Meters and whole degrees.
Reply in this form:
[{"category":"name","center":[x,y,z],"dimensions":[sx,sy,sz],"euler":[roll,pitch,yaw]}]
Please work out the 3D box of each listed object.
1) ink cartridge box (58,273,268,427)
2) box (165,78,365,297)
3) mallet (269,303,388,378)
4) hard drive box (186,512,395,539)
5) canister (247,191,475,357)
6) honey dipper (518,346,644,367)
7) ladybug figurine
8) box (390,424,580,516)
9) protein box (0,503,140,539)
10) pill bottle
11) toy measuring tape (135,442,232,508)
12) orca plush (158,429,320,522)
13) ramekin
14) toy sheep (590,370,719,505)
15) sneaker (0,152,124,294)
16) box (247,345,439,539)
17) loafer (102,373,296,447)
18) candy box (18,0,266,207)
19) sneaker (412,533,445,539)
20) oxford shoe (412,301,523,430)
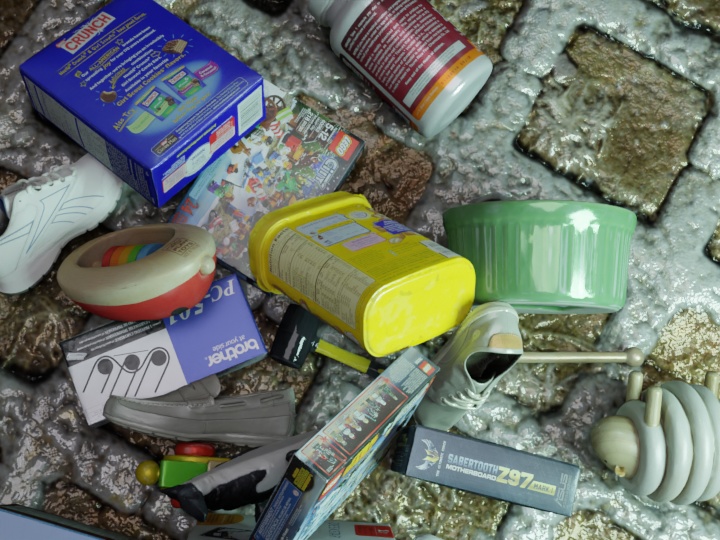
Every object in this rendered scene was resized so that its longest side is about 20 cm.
[{"category":"ink cartridge box","center":[-0.206,0.084,1.155],"dimensions":[0.199,0.044,0.095],"euler":[-22,81,-8]},{"category":"box","center":[-0.103,-0.092,1.204],"dimensions":[0.136,0.038,0.201],"euler":[31,78,4]},{"category":"mallet","center":[-0.003,0.109,1.168],"dimensions":[0.199,0.041,0.066],"euler":[30,78,-1]},{"category":"hard drive box","center":[-0.066,0.291,1.056],"dimensions":[0.198,0.156,0.078],"euler":[4,87,-3]},{"category":"canister","center":[0.000,0.000,1.094],"dimensions":[0.148,0.200,0.087],"euler":[-19,122,-31]},{"category":"honey dipper","center":[0.211,0.095,1.182],"dimensions":[0.198,0.038,0.038],"euler":[2,77,-5]},{"category":"ladybug figurine","center":[-0.224,0.006,1.122],"dimensions":[0.136,0.199,0.072],"euler":[-43,123,-43]},{"category":"box","center":[0.114,0.194,1.070],"dimensions":[0.156,0.200,0.051],"euler":[13,80,0]},{"category":"protein box","center":[-0.286,0.347,1.046],"dimensions":[0.198,0.135,0.200],"euler":[16,77,0]},{"category":"pill bottle","center":[0.040,-0.253,1.209],"dimensions":[0.200,0.113,0.113],"euler":[44,79,6]},{"category":"toy measuring tape","center":[-0.138,0.216,1.133],"dimensions":[0.198,0.073,0.074],"euler":[9,76,-25]},{"category":"orca plush","center":[-0.094,0.213,1.043],"dimensions":[0.105,0.200,0.072],"euler":[-14,90,27]},{"category":"ramekin","center":[0.182,-0.009,1.125],"dimensions":[0.198,0.200,0.099],"euler":[2,84,-3]},{"category":"toy sheep","center":[0.332,0.174,1.124],"dimensions":[0.198,0.138,0.139],"euler":[2,77,-8]},{"category":"sneaker","center":[-0.327,-0.068,1.152],"dimensions":[0.200,0.074,0.087],"euler":[-49,127,-14]},{"category":"box","center":[-0.014,0.167,0.992],"dimensions":[0.040,0.137,0.200],"euler":[38,38,13]},{"category":"loafer","center":[-0.162,0.140,1.118],"dimensions":[0.198,0.070,0.070],"euler":[9,84,-22]},{"category":"candy box","center":[-0.229,-0.188,1.159],"dimensions":[0.200,0.077,0.169],"euler":[38,63,17]},{"category":"sneaker","center":[0.144,0.313,1.120],"dimensions":[0.199,0.075,0.089],"euler":[33,65,-2]},{"category":"oxford shoe","center":[0.105,0.112,1.095],"dimensions":[0.075,0.201,0.058],"euler":[4,50,-23]}]
